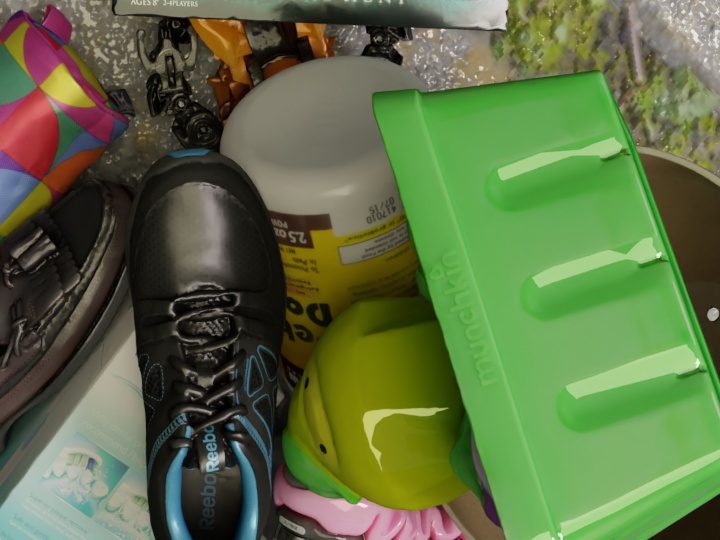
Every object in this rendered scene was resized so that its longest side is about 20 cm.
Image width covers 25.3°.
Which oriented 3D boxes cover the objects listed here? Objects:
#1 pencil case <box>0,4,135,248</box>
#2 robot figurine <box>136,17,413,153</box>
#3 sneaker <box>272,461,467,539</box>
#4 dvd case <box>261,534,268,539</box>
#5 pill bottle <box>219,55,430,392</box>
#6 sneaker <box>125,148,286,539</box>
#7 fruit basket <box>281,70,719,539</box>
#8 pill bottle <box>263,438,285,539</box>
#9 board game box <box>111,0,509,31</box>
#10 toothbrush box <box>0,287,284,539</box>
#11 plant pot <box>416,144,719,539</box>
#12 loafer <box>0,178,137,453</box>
[{"bbox_3d":[-0.205,-0.040,0.817,0.200,0.088,0.088,-45,107,2],"label":"pencil case"},{"bbox_3d":[-0.055,-0.151,0.830,0.143,0.058,0.202,-18,106,-6],"label":"robot figurine"},{"bbox_3d":[0.019,0.161,0.820,0.199,0.078,0.097,22,83,-44],"label":"sneaker"},{"bbox_3d":[-0.139,0.206,0.805,0.199,0.147,0.022,-26,114,43],"label":"dvd case"},{"bbox_3d":[0.000,0.000,0.818,0.108,0.110,0.202,-19,131,-6],"label":"pill bottle"},{"bbox_3d":[-0.063,0.048,0.713,0.072,0.082,0.203,-6,104,-8],"label":"sneaker"},{"bbox_3d":[0.041,0.039,0.670,0.213,0.155,0.219,-3,79,17],"label":"fruit basket"},{"bbox_3d":[-0.014,0.201,0.896,0.110,0.111,0.201,-31,106,-2],"label":"pill bottle"},{"bbox_3d":[-0.021,-0.189,0.782,0.197,0.028,0.137,0,103,-11],"label":"board game box"},{"bbox_3d":[-0.138,0.096,0.829,0.085,0.146,0.201,35,94,-17],"label":"toothbrush box"},{"bbox_3d":[0.140,0.049,0.759,0.134,0.199,0.203,6,107,-55],"label":"plant pot"},{"bbox_3d":[-0.182,0.034,0.789,0.063,0.072,0.201,25,110,-42],"label":"loafer"}]
